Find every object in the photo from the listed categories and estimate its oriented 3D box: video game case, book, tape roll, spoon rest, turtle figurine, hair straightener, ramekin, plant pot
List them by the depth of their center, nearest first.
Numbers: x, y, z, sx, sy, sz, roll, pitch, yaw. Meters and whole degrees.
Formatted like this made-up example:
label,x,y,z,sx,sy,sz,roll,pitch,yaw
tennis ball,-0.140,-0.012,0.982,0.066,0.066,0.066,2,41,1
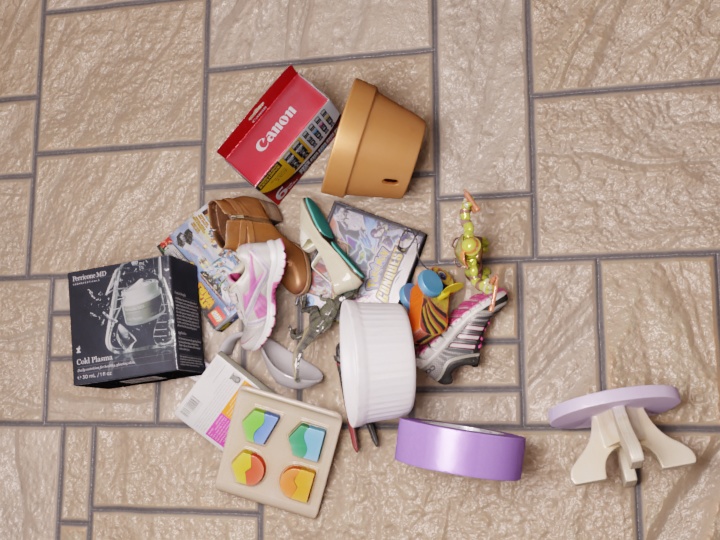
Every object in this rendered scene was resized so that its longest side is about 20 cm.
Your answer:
label,x,y,z,sx,sy,sz,roll,pitch,yaw
tape roll,0.154,0.276,1.293,0.198,0.200,0.066,6,83,13
ramekin,0.026,0.144,1.327,0.096,0.201,0.203,-4,80,-8
turtle figurine,0.183,-0.020,1.351,0.064,0.161,0.202,-15,78,9
plant pot,0.027,-0.209,1.413,0.138,0.200,0.202,17,85,-3
book,-0.204,0.254,1.429,0.199,0.048,0.134,38,96,-2
hair straightener,0.004,0.205,1.429,0.076,0.041,0.202,-12,73,-4
spoon rest,-0.155,0.153,1.443,0.198,0.099,0.061,19,102,23
video game case,0.000,0.000,1.461,0.179,0.025,0.202,20,87,15

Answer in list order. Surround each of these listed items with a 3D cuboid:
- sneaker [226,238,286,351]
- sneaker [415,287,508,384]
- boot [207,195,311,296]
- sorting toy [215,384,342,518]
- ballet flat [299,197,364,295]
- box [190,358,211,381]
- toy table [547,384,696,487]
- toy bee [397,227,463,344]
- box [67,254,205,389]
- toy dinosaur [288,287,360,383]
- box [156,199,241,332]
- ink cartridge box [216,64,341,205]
label,x,y,z,sx,sy,sz,roll,pitch,yaw
sneaker,-0.184,0.037,1.384,0.087,0.081,0.202,7,107,-15
sneaker,0.179,0.113,1.381,0.200,0.074,0.088,-42,97,-9
boot,-0.179,-0.040,1.436,0.074,0.154,0.201,-41,69,28
sorting toy,-0.140,0.308,1.394,0.183,0.036,0.202,16,102,3
ballet flat,-0.068,-0.039,1.429,0.069,0.069,0.201,-37,62,5
box,-0.338,0.153,1.507,0.198,0.041,0.039,26,88,16
toy table,0.398,0.255,1.267,0.198,0.184,0.118,-18,61,18
toy bee,0.126,0.033,1.378,0.108,0.130,0.202,21,71,-29
box,-0.388,0.093,1.445,0.198,0.124,0.199,-10,77,11
toy dinosaur,-0.082,0.090,1.416,0.088,0.048,0.201,18,68,45
box,-0.263,-0.009,1.514,0.137,0.040,0.201,-38,75,4
ink cartridge box,-0.134,-0.233,1.449,0.084,0.176,0.200,41,92,15
